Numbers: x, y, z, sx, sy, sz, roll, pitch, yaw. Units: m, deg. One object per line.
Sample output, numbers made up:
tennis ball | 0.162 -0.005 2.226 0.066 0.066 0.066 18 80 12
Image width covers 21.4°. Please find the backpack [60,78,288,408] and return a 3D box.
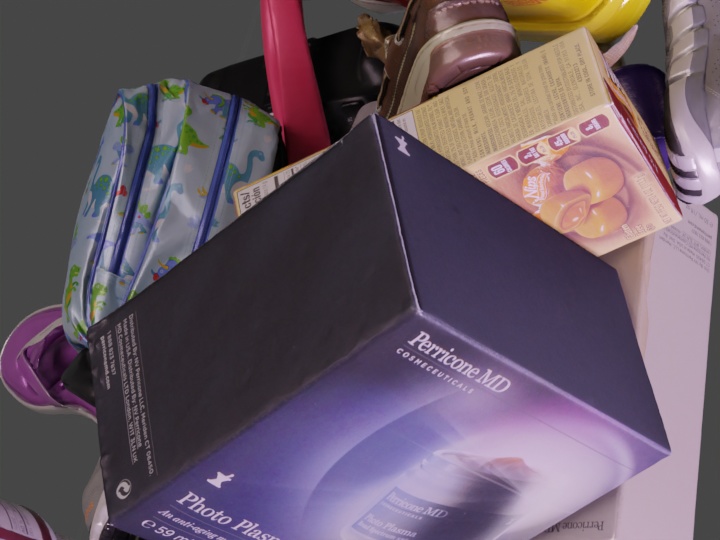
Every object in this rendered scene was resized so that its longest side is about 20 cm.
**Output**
backpack | -0.108 -0.010 1.104 0.201 0.153 0.163 -60 1 -7

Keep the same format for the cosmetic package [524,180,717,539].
cosmetic package | 0.123 0.057 1.010 0.103 0.073 0.202 -11 62 40

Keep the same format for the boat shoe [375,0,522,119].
boat shoe | 0.042 -0.096 1.015 0.203 0.074 0.076 115 141 -63

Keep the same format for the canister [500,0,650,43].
canister | 0.046 -0.197 1.035 0.148 0.199 0.087 13 85 55

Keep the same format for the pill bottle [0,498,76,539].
pill bottle | -0.265 0.196 1.222 0.113 0.199 0.115 -22 55 35

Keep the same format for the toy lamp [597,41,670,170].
toy lamp | 0.137 -0.134 1.107 0.058 0.058 0.201 -38 45 24

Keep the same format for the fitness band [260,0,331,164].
fitness band | -0.041 -0.149 1.177 0.037 0.145 0.201 -7 41 -4

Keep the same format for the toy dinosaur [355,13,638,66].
toy dinosaur | 0.073 -0.097 1.057 0.199 0.101 0.058 13 60 40

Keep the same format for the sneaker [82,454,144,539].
sneaker | -0.121 0.097 1.228 0.201 0.074 0.079 -55 38 9

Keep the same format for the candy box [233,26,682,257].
candy box | 0.050 -0.033 0.961 0.198 0.115 0.056 -25 53 15

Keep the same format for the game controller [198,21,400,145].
game controller | -0.049 -0.109 1.294 0.199 0.042 0.105 -10 49 40

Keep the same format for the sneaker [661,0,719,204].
sneaker | 0.222 -0.119 1.019 0.114 0.075 0.202 -6 50 16

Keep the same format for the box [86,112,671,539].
box | 0.008 0.058 0.919 0.198 0.199 0.124 -36 47 26

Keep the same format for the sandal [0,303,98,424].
sandal | -0.203 0.063 1.339 0.202 0.050 0.083 12 78 47

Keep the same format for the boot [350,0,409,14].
boot | 0.001 -0.217 1.215 0.199 0.144 0.073 30 93 49

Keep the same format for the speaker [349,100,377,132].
speaker | 0.000 0.000 1.122 0.081 0.081 0.201 -3 55 43
